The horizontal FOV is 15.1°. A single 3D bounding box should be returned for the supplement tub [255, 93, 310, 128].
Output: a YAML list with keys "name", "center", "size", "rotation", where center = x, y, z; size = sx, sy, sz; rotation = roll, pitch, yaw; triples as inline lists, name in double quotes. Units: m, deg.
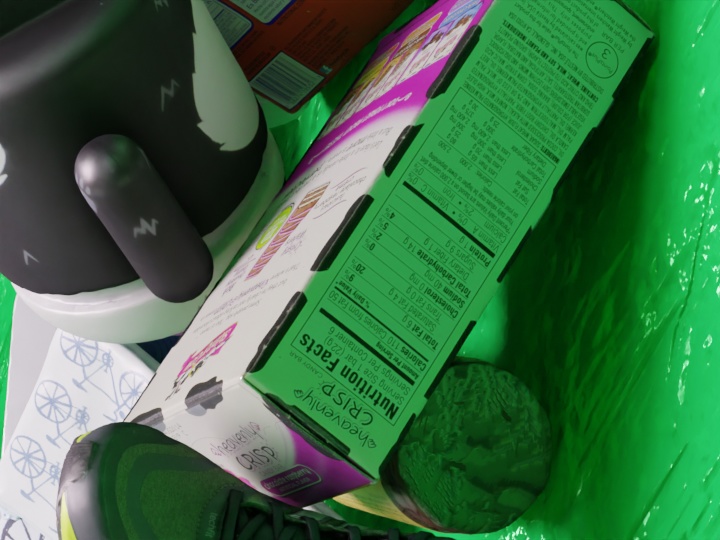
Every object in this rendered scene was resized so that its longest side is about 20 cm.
- name: "supplement tub"
  center: [-0.048, -0.178, 1.220]
  size: [0.132, 0.132, 0.200]
  rotation: [-106, 33, -53]

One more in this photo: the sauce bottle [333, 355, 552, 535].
- name: "sauce bottle"
  center: [0.008, 0.059, 1.027]
  size: [0.200, 0.065, 0.065]
  rotation: [-173, 94, -70]

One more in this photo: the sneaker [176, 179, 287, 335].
- name: "sneaker"
  center: [-0.087, -0.052, 1.169]
  size: [0.080, 0.088, 0.200]
  rotation: [-81, -31, -66]

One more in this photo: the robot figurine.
- name: "robot figurine"
  center: [-0.105, -0.063, 1.034]
  size: [0.125, 0.200, 0.150]
  rotation: [-3, 45, 28]

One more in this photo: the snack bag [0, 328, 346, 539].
- name: "snack bag"
  center: [-0.085, 0.142, 1.114]
  size: [0.189, 0.021, 0.200]
  rotation: [39, 122, 19]

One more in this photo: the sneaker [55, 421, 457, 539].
- name: "sneaker"
  center: [-0.010, 0.102, 0.882]
  size: [0.081, 0.200, 0.074]
  rotation: [-30, 39, 43]

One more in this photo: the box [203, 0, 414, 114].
- name: "box"
  center: [-0.004, -0.164, 1.060]
  size: [0.200, 0.100, 0.095]
  rotation: [-40, 24, 46]

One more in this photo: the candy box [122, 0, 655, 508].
- name: "candy box"
  center: [0.007, -0.010, 0.953]
  size: [0.200, 0.061, 0.136]
  rotation: [-56, 12, -23]

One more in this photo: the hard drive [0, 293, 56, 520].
- name: "hard drive"
  center: [-0.127, 0.095, 1.284]
  size: [0.200, 0.025, 0.132]
  rotation: [56, -144, -72]

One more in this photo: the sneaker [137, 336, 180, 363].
- name: "sneaker"
  center: [-0.080, -0.034, 1.297]
  size: [0.081, 0.115, 0.199]
  rotation: [-35, 78, 33]
